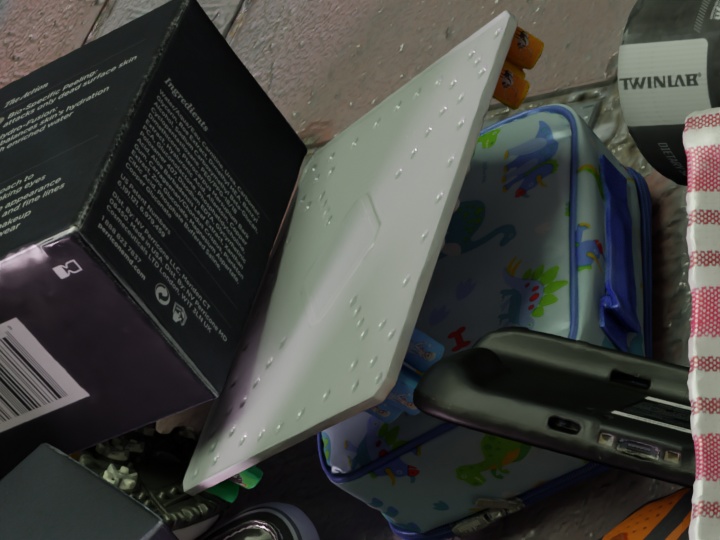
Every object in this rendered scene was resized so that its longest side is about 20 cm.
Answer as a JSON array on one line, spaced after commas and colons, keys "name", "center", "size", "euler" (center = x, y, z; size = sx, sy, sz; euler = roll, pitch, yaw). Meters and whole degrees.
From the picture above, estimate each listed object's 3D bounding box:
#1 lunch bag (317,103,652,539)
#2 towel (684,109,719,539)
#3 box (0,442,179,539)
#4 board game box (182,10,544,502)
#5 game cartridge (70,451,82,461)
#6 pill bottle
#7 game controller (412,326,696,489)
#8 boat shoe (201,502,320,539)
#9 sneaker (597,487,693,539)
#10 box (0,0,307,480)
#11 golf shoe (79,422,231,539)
[{"name": "lunch bag", "center": [0.064, 0.023, 0.970], "size": [0.161, 0.082, 0.200], "euler": [-29, 36, 29]}, {"name": "towel", "center": [0.179, 0.029, 0.685], "size": [0.146, 0.030, 0.200], "euler": [-6, 72, 26]}, {"name": "box", "center": [-0.128, 0.219, 0.845], "size": [0.200, 0.199, 0.123], "euler": [-43, 29, -17]}, {"name": "board game box", "center": [0.000, 0.000, 0.940], "size": [0.200, 0.026, 0.200], "euler": [-32, 34, 56]}, {"name": "game cartridge", "center": [-0.187, 0.178, 1.067], "size": [0.176, 0.032, 0.200], "euler": [116, 170, -47]}, {"name": "pill bottle", "center": [0.216, -0.089, 0.885], "size": [0.200, 0.106, 0.106], "euler": [2, 57, 51]}, {"name": "game controller", "center": [0.122, 0.064, 0.787], "size": [0.200, 0.042, 0.104], "euler": [13, 17, 24]}, {"name": "boat shoe", "center": [-0.104, 0.186, 0.989], "size": [0.200, 0.066, 0.070], "euler": [-41, 66, 15]}, {"name": "sneaker", "center": [0.135, 0.134, 0.757], "size": [0.112, 0.078, 0.200], "euler": [-45, 30, -21]}, {"name": "box", "center": [-0.152, -0.010, 1.028], "size": [0.196, 0.117, 0.200], "euler": [-22, 32, 29]}, {"name": "golf shoe", "center": [-0.111, 0.129, 1.042], "size": [0.200, 0.077, 0.088], "euler": [-110, 40, -87]}]
